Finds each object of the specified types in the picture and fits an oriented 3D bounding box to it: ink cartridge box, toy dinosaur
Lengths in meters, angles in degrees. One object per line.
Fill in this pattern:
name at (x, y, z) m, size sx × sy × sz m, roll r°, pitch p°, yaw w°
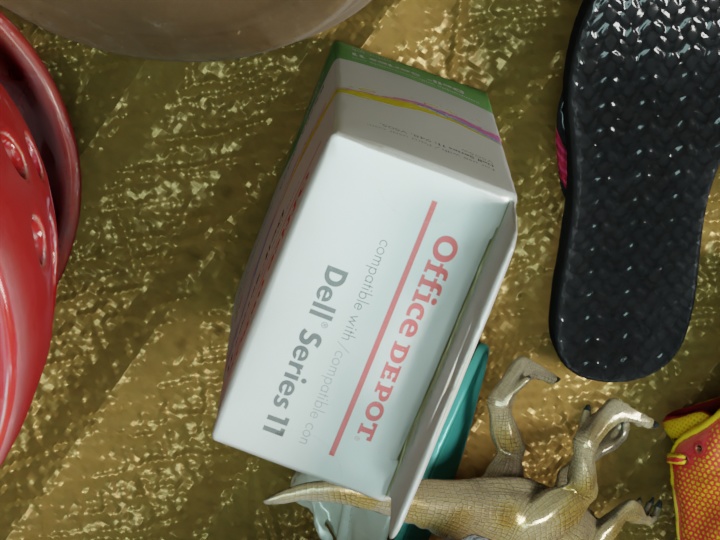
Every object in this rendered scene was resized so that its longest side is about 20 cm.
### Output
ink cartridge box at (0.000, 0.000, 0.806) m, size 0.067 × 0.200 × 0.117 m, roll 20°, pitch 105°, yaw -6°
toy dinosaur at (0.062, 0.089, 0.866) m, size 0.200 × 0.058 × 0.101 m, roll 31°, pitch 82°, yaw -44°

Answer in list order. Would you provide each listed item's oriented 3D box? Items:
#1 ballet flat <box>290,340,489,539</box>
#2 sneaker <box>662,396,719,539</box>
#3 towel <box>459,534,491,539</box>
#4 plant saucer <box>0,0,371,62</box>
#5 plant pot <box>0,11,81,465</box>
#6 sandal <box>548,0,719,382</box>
ballet flat at (-0.004, 0.110, 0.914) m, size 0.069 × 0.069 × 0.200 m, roll 12°, pitch 106°, yaw -4°
sneaker at (0.152, 0.092, 0.915) m, size 0.077 × 0.073 × 0.200 m, roll 17°, pitch 102°, yaw 17°
towel at (0.020, 0.195, 0.863) m, size 0.200 × 0.086 × 0.166 m, roll -30°, pitch 121°, yaw 19°
plant saucer at (-0.074, -0.136, 0.794) m, size 0.200 × 0.030 × 0.200 m, roll 7°, pitch 145°, yaw 5°
plant pot at (-0.200, -0.010, 0.805) m, size 0.200 × 0.183 × 0.201 m, roll 1°, pitch 111°, yaw 2°
sandal at (0.104, -0.050, 0.875) m, size 0.075 × 0.045 × 0.200 m, roll 2°, pitch 122°, yaw -11°
